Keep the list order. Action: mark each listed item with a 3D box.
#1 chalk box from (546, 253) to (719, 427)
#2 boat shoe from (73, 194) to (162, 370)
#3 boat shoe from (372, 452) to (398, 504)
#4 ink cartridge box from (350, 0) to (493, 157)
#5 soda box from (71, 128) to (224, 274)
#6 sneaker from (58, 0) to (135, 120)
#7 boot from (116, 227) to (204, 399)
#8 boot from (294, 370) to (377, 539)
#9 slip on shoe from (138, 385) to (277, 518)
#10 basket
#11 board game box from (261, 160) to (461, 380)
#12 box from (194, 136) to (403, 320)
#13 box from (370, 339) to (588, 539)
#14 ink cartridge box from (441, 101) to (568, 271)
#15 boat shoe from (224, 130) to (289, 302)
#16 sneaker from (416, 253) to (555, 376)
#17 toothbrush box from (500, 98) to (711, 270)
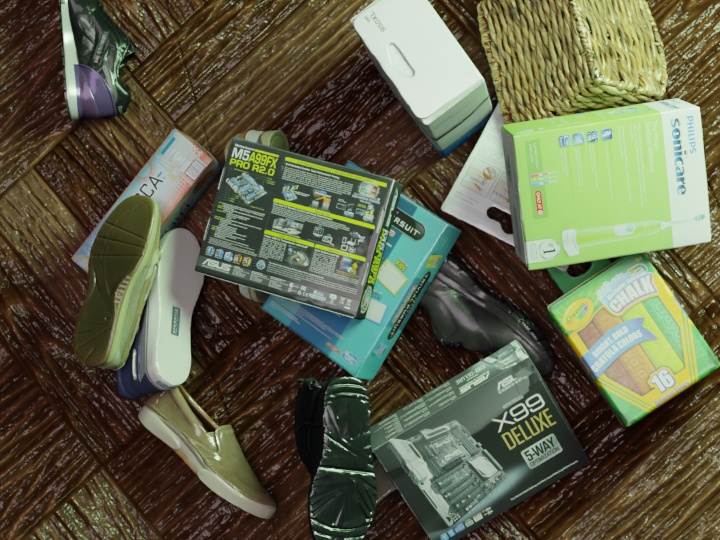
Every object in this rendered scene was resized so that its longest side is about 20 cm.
[{"bbox_3d":[0.285,0.057,1.593,0.124,0.124,0.200,-35,81,3],"label":"chalk box"},{"bbox_3d":[-0.269,0.014,1.654,0.073,0.063,0.202,11,84,25],"label":"boat shoe"},{"bbox_3d":[0.025,0.229,1.650,0.200,0.057,0.067,-35,108,0],"label":"boat shoe"},{"bbox_3d":[0.073,-0.221,1.613,0.084,0.200,0.145,-36,81,4],"label":"ink cartridge box"},{"bbox_3d":[-0.250,-0.069,1.713,0.064,0.068,0.200,39,91,8],"label":"soda box"},{"bbox_3d":[-0.317,-0.283,1.754,0.087,0.076,0.201,-4,87,-7],"label":"sneaker"},{"bbox_3d":[-0.243,0.050,1.700,0.090,0.073,0.201,-19,54,40],"label":"boot"},{"bbox_3d":[-0.036,0.206,1.591,0.073,0.162,0.199,3,82,-14],"label":"boot"},{"bbox_3d":[-0.168,0.206,1.674,0.200,0.076,0.061,39,94,18],"label":"slip on shoe"},{"bbox_3d":[0.241,-0.248,1.631,0.149,0.142,0.201,-38,57,44],"label":"basket"},{"bbox_3d":[0.000,0.000,1.649,0.151,0.047,0.201,35,97,26],"label":"board game box"},{"bbox_3d":[-0.070,-0.047,1.618,0.199,0.044,0.161,15,88,15],"label":"box"},{"bbox_3d":[0.129,0.194,1.599,0.199,0.050,0.158,-30,115,2],"label":"box"},{"bbox_3d":[0.206,-0.111,1.640,0.162,0.050,0.201,27,77,10],"label":"ink cartridge box"},{"bbox_3d":[-0.126,-0.063,1.699,0.068,0.075,0.201,3,86,27],"label":"boat shoe"},{"bbox_3d":[0.134,0.062,1.649,0.200,0.076,0.091,39,97,19],"label":"sneaker"},{"bbox_3d":[0.259,-0.092,1.533,0.199,0.086,0.146,-9,104,0],"label":"toothbrush box"}]
